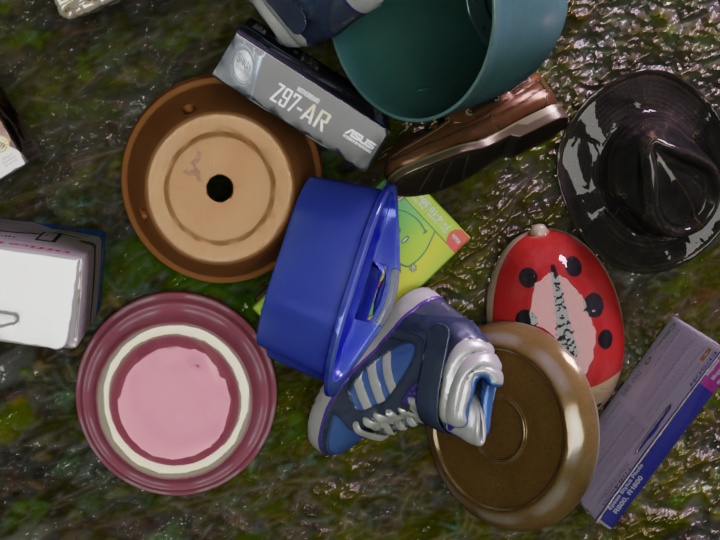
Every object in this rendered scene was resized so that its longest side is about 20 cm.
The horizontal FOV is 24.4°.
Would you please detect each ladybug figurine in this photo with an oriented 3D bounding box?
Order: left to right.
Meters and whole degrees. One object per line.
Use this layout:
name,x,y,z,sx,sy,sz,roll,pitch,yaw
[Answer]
ladybug figurine,0.192,0.055,1.625,0.134,0.072,0.202,-16,98,-1

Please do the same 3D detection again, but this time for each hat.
hat,0.287,-0.088,1.597,0.198,0.081,0.203,-2,102,-11

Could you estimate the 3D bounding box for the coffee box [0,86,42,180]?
coffee box,-0.384,-0.170,1.541,0.079,0.113,0.201,-31,98,1

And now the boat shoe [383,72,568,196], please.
boat shoe,0.099,-0.131,1.587,0.198,0.072,0.068,-22,73,-24

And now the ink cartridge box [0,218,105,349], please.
ink cartridge box,-0.315,0.007,1.522,0.144,0.200,0.085,7,97,-5

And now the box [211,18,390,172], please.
box,-0.051,-0.163,1.518,0.159,0.200,0.044,32,100,-6

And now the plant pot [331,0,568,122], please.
plant pot,0.095,-0.245,1.519,0.160,0.199,0.203,-14,100,-44

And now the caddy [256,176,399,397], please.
caddy,-0.018,0.012,1.513,0.104,0.141,0.202,16,80,9

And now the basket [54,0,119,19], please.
basket,-0.203,-0.333,1.490,0.196,0.200,0.163,-21,100,0

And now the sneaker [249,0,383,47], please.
sneaker,-0.067,-0.300,1.491,0.145,0.080,0.202,-20,92,39

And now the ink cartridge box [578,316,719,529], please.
ink cartridge box,0.274,0.146,1.577,0.043,0.200,0.197,35,94,-7

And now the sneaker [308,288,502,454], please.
sneaker,0.049,0.132,1.572,0.201,0.080,0.147,-52,55,13

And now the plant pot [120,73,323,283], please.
plant pot,-0.130,-0.080,1.555,0.197,0.140,0.203,-1,98,-4

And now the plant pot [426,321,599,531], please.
plant pot,0.137,0.150,1.592,0.198,0.027,0.203,3,95,39

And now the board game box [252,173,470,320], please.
board game box,0.000,0.000,1.618,0.200,0.048,0.102,-44,98,2

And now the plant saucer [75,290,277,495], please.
plant saucer,-0.180,0.123,1.621,0.198,0.051,0.203,0,97,-3
